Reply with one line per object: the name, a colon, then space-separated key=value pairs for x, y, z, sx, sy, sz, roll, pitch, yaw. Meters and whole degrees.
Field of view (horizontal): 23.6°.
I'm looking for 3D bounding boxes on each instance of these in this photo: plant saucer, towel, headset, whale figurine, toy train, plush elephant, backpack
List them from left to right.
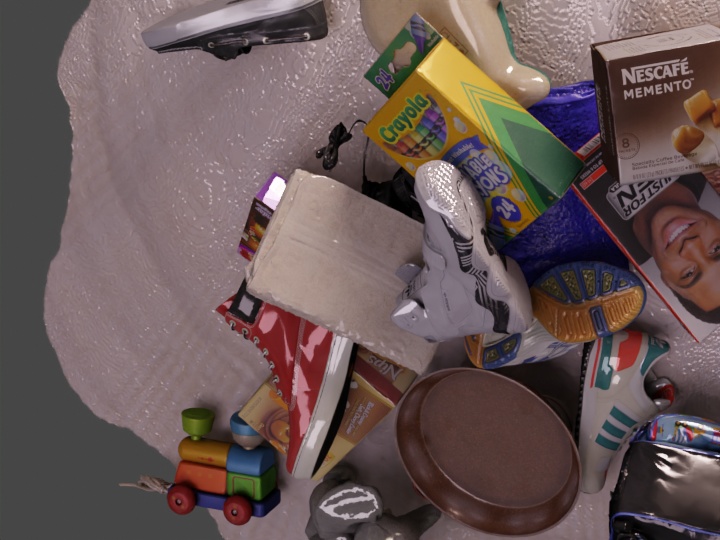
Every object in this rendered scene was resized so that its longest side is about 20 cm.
toy train: x=-0.187 y=0.205 z=1.924 sx=0.199 sy=0.085 sz=0.117 roll=7 pitch=107 yaw=22
towel: x=0.000 y=0.000 z=1.619 sx=0.199 sy=0.034 sz=0.133 roll=27 pitch=86 yaw=-8
plush elephant: x=0.016 y=0.288 z=1.798 sx=0.154 sy=0.200 sz=0.165 roll=-27 pitch=94 yaw=37
headset: x=0.040 y=-0.064 z=1.674 sx=0.123 sy=0.094 sz=0.200 roll=-33 pitch=109 yaw=33
whale figurine: x=0.093 y=-0.218 z=1.560 sx=0.200 sy=0.104 sz=0.159 roll=47 pitch=123 yaw=7
plant saucer: x=0.129 y=0.174 z=1.704 sx=0.199 sy=0.035 sz=0.201 roll=14 pitch=125 yaw=20
towel: x=0.171 y=-0.072 z=1.618 sx=0.147 sy=0.050 sz=0.201 roll=-8 pitch=112 yaw=11
backpack: x=0.330 y=0.242 z=1.665 sx=0.181 sy=0.135 sz=0.200 roll=10 pitch=154 yaw=11

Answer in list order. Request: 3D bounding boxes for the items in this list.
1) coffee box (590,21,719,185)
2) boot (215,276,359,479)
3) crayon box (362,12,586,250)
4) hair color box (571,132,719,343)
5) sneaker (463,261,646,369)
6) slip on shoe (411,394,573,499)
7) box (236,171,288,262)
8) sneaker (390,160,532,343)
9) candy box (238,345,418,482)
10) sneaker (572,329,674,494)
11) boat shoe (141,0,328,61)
coffee box: x=0.304 y=-0.151 z=1.470 sx=0.198 sy=0.080 sz=0.115 roll=-9 pitch=109 yaw=0
boot: x=-0.081 y=0.095 z=1.683 sx=0.143 sy=0.072 sz=0.201 roll=14 pitch=99 yaw=8
crayon box: x=0.087 y=-0.120 z=1.530 sx=0.200 sy=0.052 sz=0.126 roll=42 pitch=149 yaw=-3
hair color box: x=0.280 y=-0.045 z=1.564 sx=0.101 sy=0.061 sz=0.200 roll=-40 pitch=99 yaw=5
sneaker: x=0.193 y=0.040 z=1.620 sx=0.199 sy=0.088 sz=0.076 roll=-19 pitch=76 yaw=39
slip on shoe: x=0.134 y=0.188 z=1.775 sx=0.199 sy=0.061 sz=0.074 roll=-27 pitch=99 yaw=31
box: x=-0.028 y=0.000 z=1.733 sx=0.199 sy=0.039 sz=0.137 roll=36 pitch=155 yaw=5
sneaker: x=0.068 y=-0.006 z=1.538 sx=0.114 sy=0.075 sz=0.200 roll=-17 pitch=129 yaw=22
candy box: x=-0.037 y=0.130 z=1.796 sx=0.115 sy=0.055 sz=0.200 roll=40 pitch=140 yaw=-1
sneaker: x=0.259 y=0.143 z=1.690 sx=0.093 sy=0.070 sz=0.201 roll=5 pitch=123 yaw=7
boat shoe: x=-0.124 y=-0.234 z=1.683 sx=0.199 sy=0.069 sz=0.057 roll=-9 pitch=111 yaw=26
